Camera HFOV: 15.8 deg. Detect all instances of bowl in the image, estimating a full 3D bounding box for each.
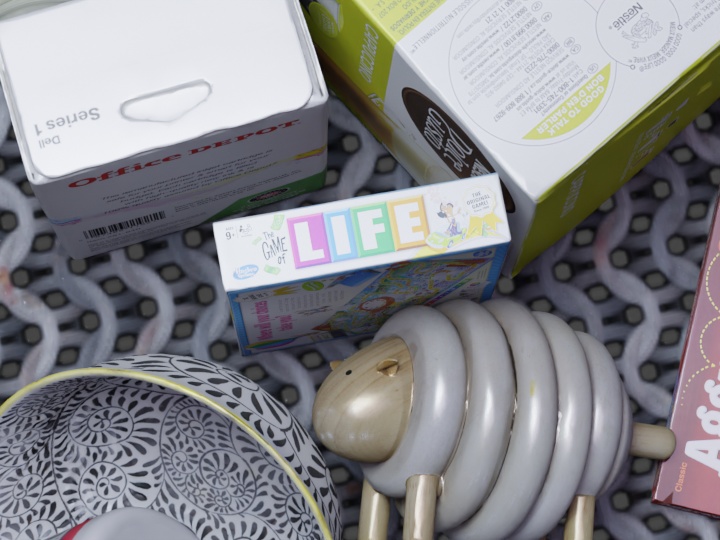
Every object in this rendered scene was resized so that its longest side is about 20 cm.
[{"bbox_3d":[-0.083,0.113,1.293,0.201,0.201,0.094,34,38,5],"label":"bowl"}]

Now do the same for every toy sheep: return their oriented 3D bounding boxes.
[{"bbox_3d":[0.068,0.080,1.303,0.200,0.138,0.138,10,78,-27],"label":"toy sheep"}]

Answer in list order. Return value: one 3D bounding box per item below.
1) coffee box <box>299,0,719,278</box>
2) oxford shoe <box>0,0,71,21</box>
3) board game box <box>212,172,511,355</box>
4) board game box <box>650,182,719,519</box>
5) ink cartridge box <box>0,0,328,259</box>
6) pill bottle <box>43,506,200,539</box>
[{"bbox_3d":[0.089,-0.145,1.304,0.200,0.200,0.198,-41,83,-7],"label":"coffee box"},{"bbox_3d":[-0.182,-0.154,1.380,0.200,0.058,0.075,-28,74,-20],"label":"oxford shoe"},{"bbox_3d":[0.000,0.000,1.277,0.134,0.200,0.034,-10,80,-3],"label":"board game box"},{"bbox_3d":[0.223,0.036,1.365,0.103,0.019,0.200,13,80,3],"label":"board game box"},{"bbox_3d":[-0.095,-0.079,1.291,0.145,0.200,0.084,-16,81,-4],"label":"ink cartridge box"},{"bbox_3d":[-0.162,0.200,1.243,0.200,0.120,0.120,-27,79,31],"label":"pill bottle"}]
